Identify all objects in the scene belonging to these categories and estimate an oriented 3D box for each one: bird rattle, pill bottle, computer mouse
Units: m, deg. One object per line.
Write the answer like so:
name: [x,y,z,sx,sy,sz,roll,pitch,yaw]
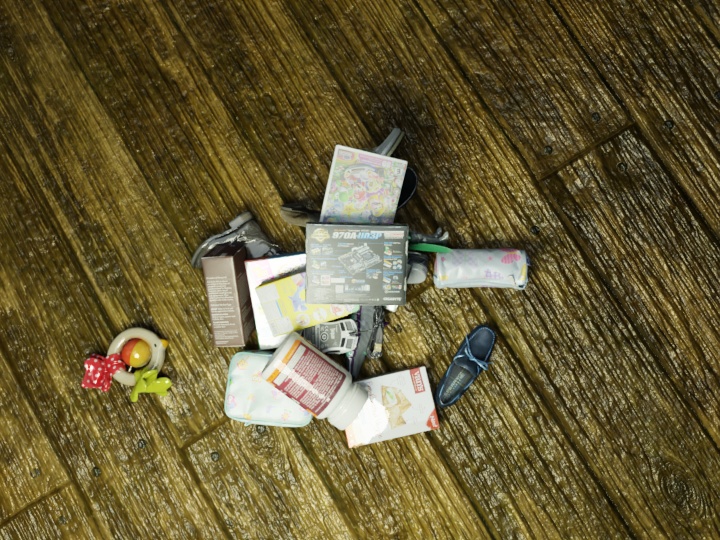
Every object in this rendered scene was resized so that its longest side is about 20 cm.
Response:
bird rattle: [-0.513,0.208,1.333,0.200,0.113,0.163,15,75,18]
pill bottle: [-0.091,0.225,1.202,0.200,0.114,0.114,38,89,-6]
computer mouse: [-0.036,0.135,1.243,0.200,0.044,0.110,-9,74,27]

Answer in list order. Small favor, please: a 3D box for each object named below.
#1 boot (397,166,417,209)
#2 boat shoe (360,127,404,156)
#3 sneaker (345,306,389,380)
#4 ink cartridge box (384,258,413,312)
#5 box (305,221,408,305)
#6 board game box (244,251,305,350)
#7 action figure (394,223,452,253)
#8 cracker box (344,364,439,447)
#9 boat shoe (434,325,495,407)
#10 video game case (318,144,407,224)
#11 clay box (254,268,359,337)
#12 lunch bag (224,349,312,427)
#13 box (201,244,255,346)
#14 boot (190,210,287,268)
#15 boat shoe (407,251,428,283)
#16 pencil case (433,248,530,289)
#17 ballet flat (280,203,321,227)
boot: [0.045,-0.157,1.263,0.200,0.168,0.076,-41,86,0]
boat shoe: [0.019,-0.241,1.319,0.068,0.075,0.200,37,90,1]
sneaker: [0.016,0.142,1.291,0.087,0.074,0.200,7,85,0]
ink cartridge box: [0.000,0.000,1.250,0.200,0.050,0.109,20,107,9]
box: [-0.008,-0.013,1.161,0.200,0.046,0.159,0,102,-2]
board game box: [-0.159,0.064,1.298,0.153,0.040,0.200,-7,100,1]
action figure: [0.081,-0.070,1.249,0.200,0.118,0.055,0,104,-15]
cracker box: [0.058,0.290,1.281,0.200,0.058,0.134,-14,85,3]
boat shoe: [0.231,0.210,1.268,0.084,0.069,0.200,27,88,6]
video game case: [0.000,-0.132,1.169,0.143,0.018,0.200,12,101,-5]
clay box: [-0.106,0.055,1.235,0.200,0.048,0.115,-18,99,13]
lunch bag: [-0.193,0.259,1.290,0.200,0.077,0.161,7,86,1]
box: [-0.280,0.053,1.273,0.075,0.100,0.200,-1,106,4]
boot: [-0.260,-0.018,1.330,0.200,0.069,0.174,-38,92,8]
boat shoe: [0.050,-0.018,1.306,0.200,0.072,0.068,2,51,18]
pencil case: [0.257,-0.001,1.276,0.200,0.083,0.091,2,64,6]
ballet flat: [-0.109,-0.106,1.286,0.200,0.067,0.046,21,118,44]
